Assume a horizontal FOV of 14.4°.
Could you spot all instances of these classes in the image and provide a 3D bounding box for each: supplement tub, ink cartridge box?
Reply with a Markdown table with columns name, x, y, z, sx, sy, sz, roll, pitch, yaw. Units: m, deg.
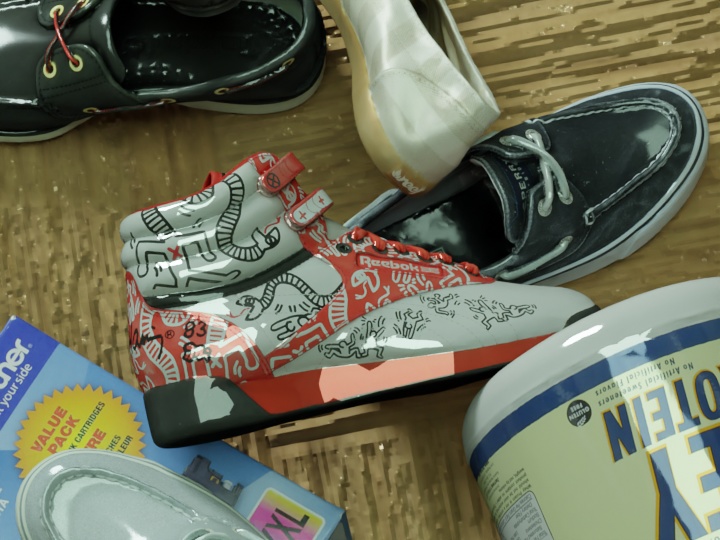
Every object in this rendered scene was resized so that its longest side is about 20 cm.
| name | x | y | z | sx | sy | sz | roll | pitch | yaw |
| --- | --- | --- | --- | --- | --- | --- | --- | --- | --- |
| supplement tub | 0.139 | 0.120 | 1.139 | 0.144 | 0.145 | 0.201 | -21 | 71 | -6 |
| ink cartridge box | -0.122 | 0.115 | 1.186 | 0.199 | 0.076 | 0.137 | 29 | 73 | 13 |

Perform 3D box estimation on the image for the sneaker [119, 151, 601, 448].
| name | x | y | z | sx | sy | sz | roll | pitch | yaw |
| --- | --- | --- | --- | --- | --- | --- | --- | --- | --- |
| sneaker | 0.000 | 0.000 | 1.164 | 0.200 | 0.067 | 0.109 | -11 | 83 | -16 |

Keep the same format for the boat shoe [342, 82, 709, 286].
| name | x | y | z | sx | sy | sz | roll | pitch | yaw |
| --- | --- | --- | --- | --- | --- | --- | --- | --- | --- |
| boat shoe | 0.065 | -0.030 | 1.236 | 0.199 | 0.068 | 0.072 | -25 | 71 | -7 |

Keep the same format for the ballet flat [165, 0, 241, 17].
| name | x | y | z | sx | sy | sz | roll | pitch | yaw |
| --- | --- | --- | --- | --- | --- | --- | --- | --- | --- |
| ballet flat | -0.108 | -0.179 | 1.271 | 0.066 | 0.057 | 0.200 | -28 | 44 | -22 |

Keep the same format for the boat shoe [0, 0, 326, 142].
| name | x | y | z | sx | sy | sz | roll | pitch | yaw |
| --- | --- | --- | --- | --- | --- | --- | --- | --- | --- |
| boat shoe | -0.115 | -0.103 | 1.272 | 0.200 | 0.063 | 0.074 | -3 | 71 | 2 |

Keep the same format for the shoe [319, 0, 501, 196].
| name | x | y | z | sx | sy | sz | roll | pitch | yaw |
| --- | --- | --- | --- | --- | --- | --- | --- | --- | --- |
| shoe | 0.017 | -0.117 | 1.243 | 0.053 | 0.070 | 0.201 | -40 | 44 | 25 |

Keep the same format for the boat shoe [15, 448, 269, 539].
| name | x | y | z | sx | sy | sz | roll | pitch | yaw |
| --- | --- | --- | --- | --- | --- | --- | --- | --- | --- |
| boat shoe | -0.049 | 0.129 | 1.102 | 0.200 | 0.072 | 0.070 | 34 | 74 | 10 |
